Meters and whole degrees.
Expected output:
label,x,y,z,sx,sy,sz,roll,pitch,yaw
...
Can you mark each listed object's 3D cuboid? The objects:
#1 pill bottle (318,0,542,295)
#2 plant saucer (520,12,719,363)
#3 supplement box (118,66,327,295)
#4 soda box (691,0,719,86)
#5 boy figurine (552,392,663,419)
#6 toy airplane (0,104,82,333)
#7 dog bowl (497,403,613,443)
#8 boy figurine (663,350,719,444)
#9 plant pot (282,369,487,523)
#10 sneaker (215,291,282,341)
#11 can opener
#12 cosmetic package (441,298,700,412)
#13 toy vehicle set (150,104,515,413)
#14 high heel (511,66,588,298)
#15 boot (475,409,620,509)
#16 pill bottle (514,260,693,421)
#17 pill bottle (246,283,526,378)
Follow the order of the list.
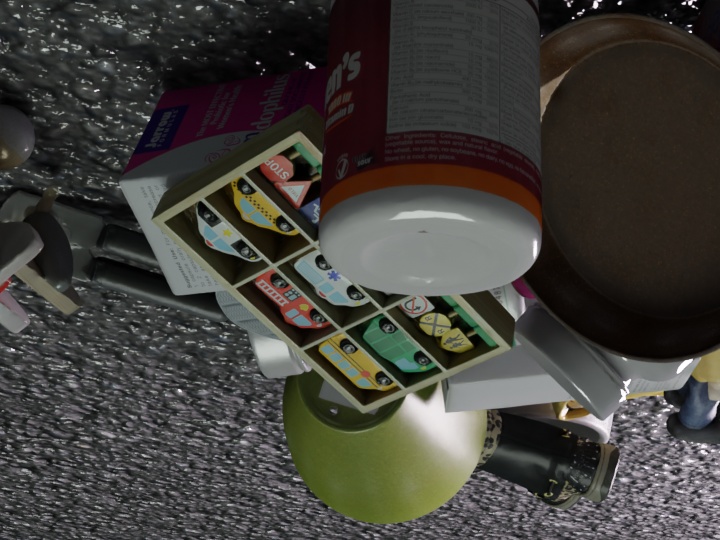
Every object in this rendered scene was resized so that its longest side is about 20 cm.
label,x,y,z,sx,sy,sz,roll,pitch,yaw
pill bottle,0.037,-0.097,0.705,0.109,0.201,0.110,2,157,1
plant saucer,0.159,-0.048,0.790,0.034,0.201,0.200,-23,179,-43
supplement box,-0.036,-0.060,0.890,0.199,0.101,0.104,-7,130,20
soda box,0.228,-0.140,0.751,0.063,0.070,0.200,2,157,-1
boy figurine,0.261,0.094,1.293,0.199,0.065,0.124,-13,156,28
toy airplane,-0.265,-0.050,0.927,0.199,0.141,0.200,38,167,-2
dog bowl,0.172,0.151,1.461,0.199,0.059,0.200,3,157,1
boy figurine,0.291,0.043,1.135,0.064,0.125,0.201,7,126,3
plant pot,0.010,0.109,1.185,0.186,0.188,0.200,-1,163,8
sneaker,0.000,0.000,0.944,0.199,0.071,0.073,-6,121,20
can opener,-0.194,-0.013,1.110,0.199,0.054,0.067,18,-173,-14
cosmetic package,0.158,0.042,1.108,0.199,0.113,0.081,-5,157,0
toy vehicle set,-0.014,0.000,0.851,0.124,0.027,0.200,-28,121,33
high heel,0.138,-0.056,0.893,0.096,0.068,0.201,5,135,15
boot,0.156,0.180,1.379,0.153,0.074,0.204,19,168,-6
pill bottle,0.195,-0.004,0.897,0.200,0.113,0.113,-45,149,-2
pill bottle,0.019,0.016,1.025,0.199,0.114,0.113,-11,155,6
